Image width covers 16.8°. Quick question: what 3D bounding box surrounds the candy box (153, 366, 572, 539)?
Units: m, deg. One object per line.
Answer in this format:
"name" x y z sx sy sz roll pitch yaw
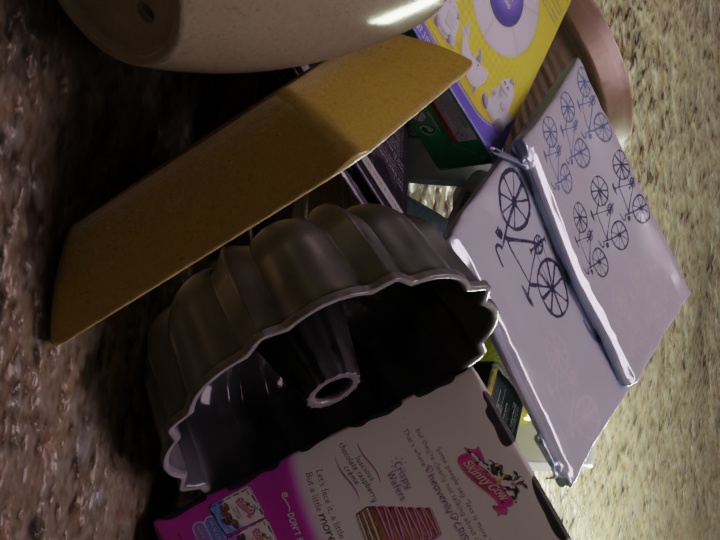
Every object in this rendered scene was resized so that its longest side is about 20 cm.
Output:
"candy box" 0.006 0.159 1.330 0.137 0.199 0.061 62 -7 25

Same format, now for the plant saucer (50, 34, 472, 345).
"plant saucer" -0.057 -0.054 1.230 0.049 0.200 0.200 57 25 -4

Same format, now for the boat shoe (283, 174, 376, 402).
"boat shoe" 0.000 0.000 1.422 0.072 0.076 0.201 -23 114 -67

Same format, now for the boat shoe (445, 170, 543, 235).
"boat shoe" 0.124 -0.030 1.558 0.075 0.086 0.202 -69 164 8

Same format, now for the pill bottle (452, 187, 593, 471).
"pill bottle" 0.122 0.039 1.728 0.120 0.119 0.201 28 62 -71

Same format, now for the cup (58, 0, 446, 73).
"cup" -0.068 -0.172 1.140 0.143 0.200 0.201 -36 134 -35

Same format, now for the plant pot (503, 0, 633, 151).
"plant pot" 0.090 -0.139 1.689 0.093 0.201 0.201 -34 137 -21

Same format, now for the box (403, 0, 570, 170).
"box" 0.074 -0.171 1.477 0.117 0.048 0.200 55 44 -35

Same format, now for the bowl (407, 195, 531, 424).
"bowl" 0.056 0.043 1.563 0.108 0.200 0.200 -56 165 9

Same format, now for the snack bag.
"snack bag" 0.127 -0.001 1.466 0.200 0.021 0.189 -50 122 -45

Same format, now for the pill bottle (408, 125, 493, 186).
"pill bottle" 0.043 -0.156 1.576 0.114 0.113 0.201 -3 98 -72

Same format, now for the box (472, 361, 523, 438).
"box" -0.001 0.151 1.434 0.049 0.159 0.201 48 49 -45

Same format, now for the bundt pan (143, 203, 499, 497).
"bundt pan" -0.030 0.035 1.312 0.076 0.201 0.202 61 2 26

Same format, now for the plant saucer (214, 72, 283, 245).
"plant saucer" -0.047 -0.069 1.443 0.200 0.036 0.201 6 90 -72

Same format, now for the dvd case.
"dvd case" -0.012 -0.128 1.400 0.149 0.016 0.200 56 22 -34
